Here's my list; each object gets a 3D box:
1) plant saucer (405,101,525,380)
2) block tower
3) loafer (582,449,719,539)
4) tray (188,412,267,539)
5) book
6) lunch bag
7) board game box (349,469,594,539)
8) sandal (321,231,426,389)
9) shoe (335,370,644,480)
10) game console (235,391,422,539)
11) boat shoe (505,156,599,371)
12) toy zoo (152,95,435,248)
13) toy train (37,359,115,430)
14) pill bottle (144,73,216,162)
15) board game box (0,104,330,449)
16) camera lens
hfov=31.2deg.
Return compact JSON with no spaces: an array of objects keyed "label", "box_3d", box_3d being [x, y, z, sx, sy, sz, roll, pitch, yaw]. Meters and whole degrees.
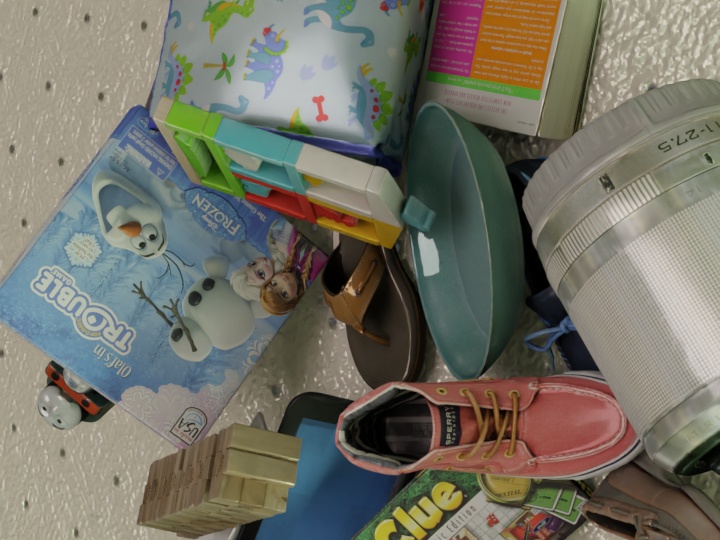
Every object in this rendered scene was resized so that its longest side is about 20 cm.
[{"label":"plant saucer","box_3d":[0.076,-0.021,0.912,0.200,0.036,0.200,171,90,-78]},{"label":"block tower","box_3d":[-0.113,0.164,0.978,0.200,0.058,0.054,-34,43,59]},{"label":"loafer","box_3d":[0.188,0.163,0.778,0.063,0.200,0.072,-40,99,1]},{"label":"tray","box_3d":[-0.115,0.221,1.049,0.200,0.022,0.107,-62,15,8]},{"label":"book","box_3d":[0.109,-0.203,0.924,0.134,0.048,0.200,20,104,44]},{"label":"lunch bag","box_3d":[-0.054,-0.171,0.972,0.200,0.127,0.170,10,87,12]},{"label":"board game box","box_3d":[0.067,0.195,0.933,0.105,0.023,0.200,44,111,3]},{"label":"sandal","box_3d":[0.000,0.000,1.016,0.082,0.055,0.200,-14,82,48]},{"label":"shoe","box_3d":[0.084,0.104,0.838,0.200,0.091,0.072,-7,83,33]},{"label":"game console","box_3d":[0.010,0.213,0.974,0.171,0.118,0.200,36,115,36]},{"label":"boat shoe","box_3d":[0.138,0.018,0.885,0.084,0.069,0.200,-41,65,35]},{"label":"toy zoo","box_3d":[-0.042,-0.063,0.932,0.200,0.131,0.020,19,77,10]},{"label":"toy train","box_3d":[-0.204,0.065,1.124,0.085,0.200,0.114,39,123,1]},{"label":"pill bottle","box_3d":[-0.134,-0.117,1.101,0.111,0.111,0.200,42,117,33]},{"label":"board game box","box_3d":[-0.158,0.008,1.022,0.199,0.200,0.043,-55,18,-12]},{"label":"camera lens","box_3d":[0.205,0.009,0.763,0.160,0.160,0.200,-43,63,34]}]
